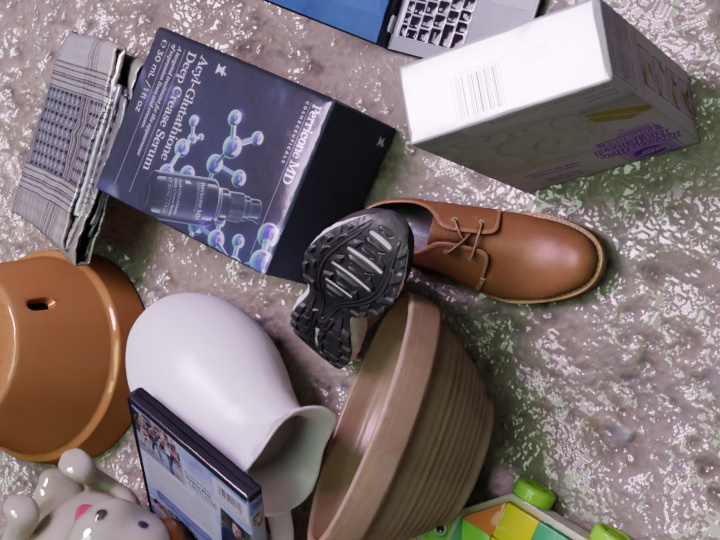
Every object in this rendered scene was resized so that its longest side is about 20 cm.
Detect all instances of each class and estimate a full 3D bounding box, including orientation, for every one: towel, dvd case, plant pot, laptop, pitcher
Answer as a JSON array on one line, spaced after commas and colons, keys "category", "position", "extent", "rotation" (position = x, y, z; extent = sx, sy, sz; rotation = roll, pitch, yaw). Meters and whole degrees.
[{"category": "towel", "position": [-0.263, -0.119, 1.210], "extent": [0.200, 0.034, 0.194], "rotation": [27, 99, 55]}, {"category": "dvd case", "position": [-0.125, 0.197, 1.061], "extent": [0.142, 0.018, 0.201], "rotation": [34, 145, 30]}, {"category": "plant pot", "position": [-0.310, 0.075, 1.193], "extent": [0.198, 0.140, 0.202], "rotation": [-4, 82, 31]}, {"category": "plant pot", "position": [0.038, 0.126, 0.981], "extent": [0.092, 0.201, 0.202], "rotation": [22, 96, -7]}, {"category": "laptop", "position": [0.046, -0.272, 1.042], "extent": [0.199, 0.116, 0.189], "rotation": [20, 94, 31]}, {"category": "pitcher", "position": [-0.110, 0.125, 1.082], "extent": [0.200, 0.120, 0.173], "rotation": [40, 132, 39]}]

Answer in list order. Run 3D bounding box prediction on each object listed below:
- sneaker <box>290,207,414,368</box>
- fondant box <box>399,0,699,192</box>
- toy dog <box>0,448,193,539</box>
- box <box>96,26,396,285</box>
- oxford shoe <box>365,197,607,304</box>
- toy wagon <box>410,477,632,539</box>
[{"category": "sneaker", "position": [0.000, 0.000, 1.002], "extent": [0.074, 0.200, 0.079], "rotation": [38, 63, 4]}, {"category": "fondant box", "position": [0.137, -0.114, 0.917], "extent": [0.143, 0.199, 0.059], "rotation": [-15, 77, 28]}, {"category": "toy dog", "position": [-0.226, 0.249, 1.094], "extent": [0.199, 0.139, 0.195], "rotation": [-23, 91, 51]}, {"category": "box", "position": [-0.098, -0.094, 1.107], "extent": [0.199, 0.107, 0.150], "rotation": [25, 96, 29]}, {"category": "oxford shoe", "position": [0.089, -0.017, 1.010], "extent": [0.198, 0.071, 0.072], "rotation": [9, 86, 29]}, {"category": "toy wagon", "position": [0.107, 0.234, 0.981], "extent": [0.199, 0.039, 0.156], "rotation": [28, 98, 30]}]
